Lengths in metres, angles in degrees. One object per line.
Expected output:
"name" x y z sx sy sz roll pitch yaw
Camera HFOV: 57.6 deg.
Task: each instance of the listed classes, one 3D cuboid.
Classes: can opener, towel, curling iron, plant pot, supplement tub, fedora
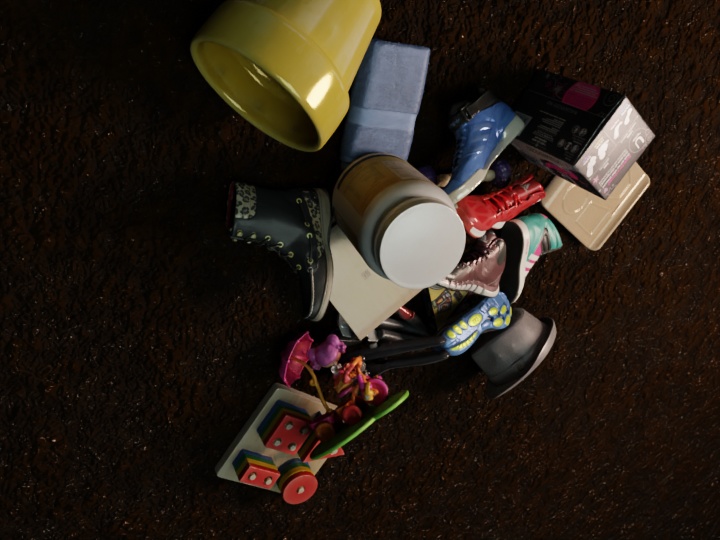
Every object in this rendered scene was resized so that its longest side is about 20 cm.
"can opener" 0.057 0.148 1.146 0.199 0.079 0.064 -17 110 20
"towel" 0.033 -0.241 0.980 0.111 0.049 0.201 1 116 -25
"curling iron" 0.088 0.070 1.178 0.050 0.026 0.200 -46 118 -4
"can opener" 0.033 0.112 1.183 0.199 0.053 0.066 12 144 -32
"plant pot" -0.077 -0.285 0.817 0.201 0.200 0.189 42 76 -38
"supplement tub" 0.050 -0.072 0.926 0.143 0.200 0.145 -9 119 -16
"fedora" 0.286 0.148 1.290 0.090 0.177 0.200 41 122 -7

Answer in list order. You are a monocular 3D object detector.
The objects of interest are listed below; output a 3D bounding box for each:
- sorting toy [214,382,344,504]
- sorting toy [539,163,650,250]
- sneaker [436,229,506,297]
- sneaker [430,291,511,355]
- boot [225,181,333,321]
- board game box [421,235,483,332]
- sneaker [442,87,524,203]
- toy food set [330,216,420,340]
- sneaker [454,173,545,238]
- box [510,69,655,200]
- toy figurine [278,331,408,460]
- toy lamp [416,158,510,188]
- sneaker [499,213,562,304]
"sorting toy" -0.125 0.330 1.194 0.198 0.070 0.201 30 99 -37
"sorting toy" 0.454 -0.158 1.274 0.200 0.036 0.186 32 98 -33
"sneaker" 0.183 -0.025 1.134 0.199 0.076 0.116 10 105 -44
"sneaker" 0.203 0.094 1.207 0.199 0.083 0.071 -27 100 -32
"boot" -0.120 -0.030 0.958 0.153 0.073 0.205 6 77 -28
"board game box" 0.184 0.042 1.230 0.135 0.035 0.201 -25 125 -15
"sneaker" 0.161 -0.200 1.031 0.111 0.077 0.200 42 78 -8
"toy food set" 0.000 0.000 1.079 0.143 0.060 0.200 -38 111 -5
"sneaker" 0.230 -0.119 1.074 0.115 0.079 0.200 -38 173 29
"box" 0.345 -0.223 1.068 0.114 0.200 0.132 30 100 -36
"toy figurine" -0.050 0.181 1.092 0.199 0.150 0.185 -34 88 14
"toy lamp" 0.158 -0.154 1.094 0.199 0.058 0.059 -12 121 -25
"sneaker" 0.317 -0.031 1.238 0.120 0.084 0.201 -24 140 -24
